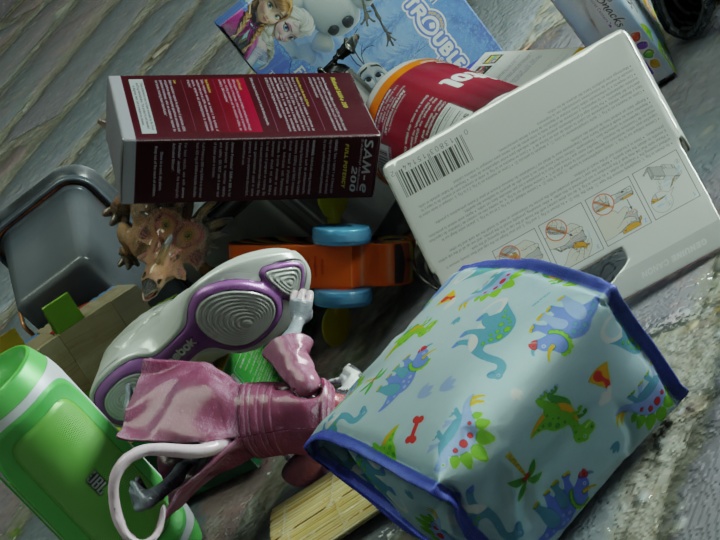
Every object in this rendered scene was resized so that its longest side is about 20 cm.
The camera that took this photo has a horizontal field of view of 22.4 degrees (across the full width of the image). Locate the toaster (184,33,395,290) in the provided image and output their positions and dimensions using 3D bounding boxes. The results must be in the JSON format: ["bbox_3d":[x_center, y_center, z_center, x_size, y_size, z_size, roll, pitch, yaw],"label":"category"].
[{"bbox_3d":[-0.050,-0.072,1.590,0.200,0.119,0.181,-38,17,47],"label":"toaster"}]

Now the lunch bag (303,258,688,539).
[{"bbox_3d":[0.071,0.082,1.125,0.170,0.127,0.200,-46,32,-15],"label":"lunch bag"}]

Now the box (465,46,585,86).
[{"bbox_3d":[0.121,-0.142,1.596,0.119,0.041,0.200,-46,20,-15],"label":"box"}]

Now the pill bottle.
[{"bbox_3d":[0.097,-0.094,1.416,0.113,0.113,0.200,-45,37,-14],"label":"pill bottle"}]

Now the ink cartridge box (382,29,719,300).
[{"bbox_3d":[0.139,-0.044,1.275,0.200,0.176,0.045,-29,-19,14],"label":"ink cartridge box"}]

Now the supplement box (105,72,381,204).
[{"bbox_3d":[-0.094,-0.105,1.419,0.200,0.061,0.109,-2,33,-13],"label":"supplement box"}]

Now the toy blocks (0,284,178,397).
[{"bbox_3d":[-0.250,0.074,1.521,0.200,0.100,0.137,-35,10,-15],"label":"toy blocks"}]

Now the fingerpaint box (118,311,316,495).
[{"bbox_3d":[-0.139,0.103,1.491,0.167,0.073,0.200,-26,25,28],"label":"fingerpaint box"}]

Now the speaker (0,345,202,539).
[{"bbox_3d":[-0.207,0.150,1.337,0.088,0.200,0.088,-33,23,16],"label":"speaker"}]

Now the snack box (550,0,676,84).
[{"bbox_3d":[0.178,-0.249,1.491,0.053,0.200,0.142,-33,23,19],"label":"snack box"}]

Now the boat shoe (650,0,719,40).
[{"bbox_3d":[0.271,-0.276,1.443,0.071,0.200,0.091,17,58,25],"label":"boat shoe"}]

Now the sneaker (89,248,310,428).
[{"bbox_3d":[-0.129,0.036,1.405,0.200,0.075,0.100,-33,24,10],"label":"sneaker"}]

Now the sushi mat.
[{"bbox_3d":[0.020,0.137,1.251,0.200,0.012,0.096,-35,22,10],"label":"sushi mat"}]

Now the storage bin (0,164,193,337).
[{"bbox_3d":[-0.245,0.030,1.660,0.146,0.200,0.134,-35,31,10],"label":"storage bin"}]

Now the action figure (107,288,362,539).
[{"bbox_3d":[-0.075,0.101,1.284,0.200,0.134,0.149,-11,14,13],"label":"action figure"}]

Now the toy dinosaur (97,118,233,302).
[{"bbox_3d":[-0.160,-0.059,1.473,0.086,0.200,0.136,-11,-24,-15],"label":"toy dinosaur"}]

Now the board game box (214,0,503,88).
[{"bbox_3d":[0.001,-0.221,1.720,0.199,0.200,0.043,-40,20,0],"label":"board game box"}]

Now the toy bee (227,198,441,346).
[{"bbox_3d":[0.000,0.000,1.456,0.131,0.200,0.109,-70,-15,13],"label":"toy bee"}]
